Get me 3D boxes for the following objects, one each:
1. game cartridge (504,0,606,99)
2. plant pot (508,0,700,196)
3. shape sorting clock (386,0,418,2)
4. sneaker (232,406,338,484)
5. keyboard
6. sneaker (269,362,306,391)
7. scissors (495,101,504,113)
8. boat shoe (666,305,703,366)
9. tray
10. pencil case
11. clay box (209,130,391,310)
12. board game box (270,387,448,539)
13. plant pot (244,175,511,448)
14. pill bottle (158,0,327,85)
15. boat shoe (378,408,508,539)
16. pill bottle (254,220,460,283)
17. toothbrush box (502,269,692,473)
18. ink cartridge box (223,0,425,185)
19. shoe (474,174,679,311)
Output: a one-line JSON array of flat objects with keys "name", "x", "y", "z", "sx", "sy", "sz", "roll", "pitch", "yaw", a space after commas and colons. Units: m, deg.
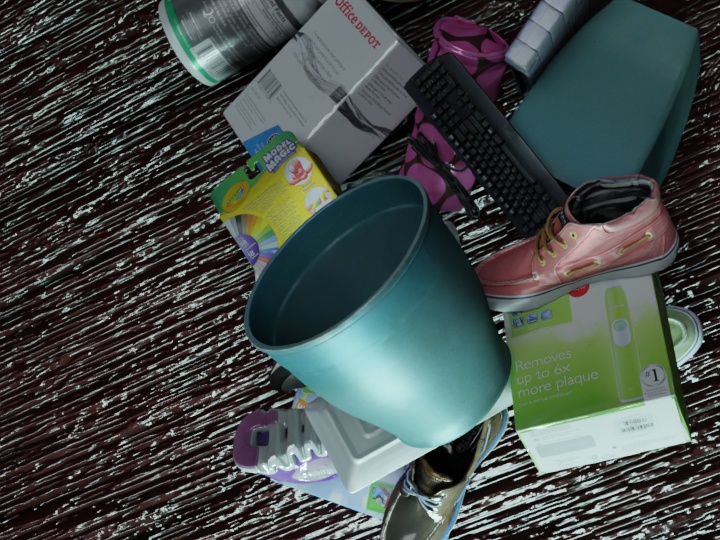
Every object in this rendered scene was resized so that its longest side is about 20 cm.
[{"name": "game cartridge", "x": 0.195, "y": -0.238, "z": 1.267, "sx": 0.038, "sy": 0.200, "sz": 0.130, "roll": 31, "pitch": 93, "yaw": 12}, {"name": "plant pot", "x": 0.249, "y": -0.156, "z": 1.270, "sx": 0.141, "sy": 0.141, "sz": 0.201, "roll": 29, "pitch": 86, "yaw": 21}, {"name": "shape sorting clock", "x": 0.029, "y": -0.378, "z": 1.385, "sx": 0.198, "sy": 0.039, "sz": 0.201, "roll": 7, "pitch": 61, "yaw": -12}, {"name": "sneaker", "x": -0.026, "y": 0.176, "z": 1.303, "sx": 0.199, "sy": 0.089, "sz": 0.081, "roll": -11, "pitch": 53, "yaw": 20}, {"name": "keyboard", "x": 0.110, "y": -0.106, "z": 1.233, "sx": 0.200, "sy": 0.021, "sz": 0.127, "roll": 51, "pitch": 144, "yaw": 1}, {"name": "sneaker", "x": 0.001, "y": 0.101, "z": 1.313, "sx": 0.199, "sy": 0.074, "sz": 0.080, "roll": -11, "pitch": 71, "yaw": 11}, {"name": "scissors", "x": 0.068, "y": -0.183, "z": 1.403, "sx": 0.199, "sy": 0.014, "sz": 0.074, "roll": 29, "pitch": 92, "yaw": 21}, {"name": "boat shoe", "x": 0.241, "y": 0.083, "z": 1.273, "sx": 0.199, "sy": 0.062, "sz": 0.073, "roll": -18, "pitch": 76, "yaw": 16}, {"name": "tray", "x": 0.051, "y": 0.123, "z": 1.243, "sx": 0.199, "sy": 0.022, "sz": 0.108, "roll": -28, "pitch": 58, "yaw": -5}, {"name": "pencil case", "x": 0.090, "y": -0.161, "z": 1.302, "sx": 0.090, "sy": 0.201, "sz": 0.094, "roll": 11, "pitch": 40, "yaw": -6}, {"name": "clay box", "x": -0.054, "y": -0.030, "z": 1.282, "sx": 0.115, "sy": 0.048, "sz": 0.201, "roll": -37, "pitch": 73, "yaw": 11}, {"name": "board game box", "x": 0.018, "y": 0.179, "z": 1.352, "sx": 0.199, "sy": 0.037, "sz": 0.152, "roll": 15, "pitch": 87, "yaw": 22}, {"name": "plant pot", "x": 0.030, "y": 0.052, "z": 1.145, "sx": 0.199, "sy": 0.188, "sz": 0.201, "roll": -31, "pitch": 30, "yaw": 20}, {"name": "pill bottle", "x": -0.116, "y": -0.302, "z": 1.435, "sx": 0.199, "sy": 0.113, "sz": 0.114, "roll": -28, "pitch": 73, "yaw": 13}, {"name": "boat shoe", "x": 0.072, "y": 0.204, "z": 1.271, "sx": 0.072, "sy": 0.072, "sz": 0.201, "roll": 29, "pitch": 91, "yaw": 20}, {"name": "pill bottle", "x": 0.000, "y": 0.000, "z": 1.345, "sx": 0.198, "sy": 0.114, "sz": 0.115, "roll": -1, "pitch": 81, "yaw": 20}, {"name": "toothbrush box", "x": 0.214, "y": 0.070, "z": 1.194, "sx": 0.145, "sy": 0.086, "sz": 0.201, "roll": -14, "pitch": 48, "yaw": 17}, {"name": "ink cartridge box", "x": -0.033, "y": -0.186, "z": 1.373, "sx": 0.200, "sy": 0.084, "sz": 0.145, "roll": -45, "pitch": 43, "yaw": 11}, {"name": "shoe", "x": 0.184, "y": -0.028, "z": 1.166, "sx": 0.199, "sy": 0.091, "sz": 0.072, "roll": -14, "pitch": 48, "yaw": 17}]
